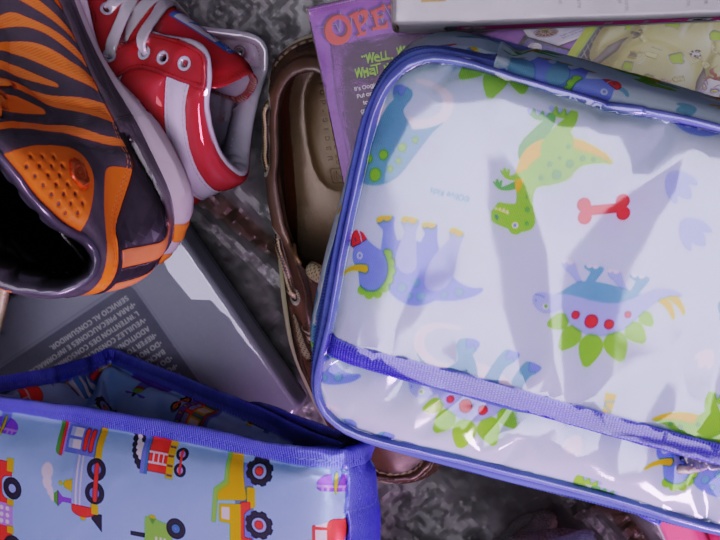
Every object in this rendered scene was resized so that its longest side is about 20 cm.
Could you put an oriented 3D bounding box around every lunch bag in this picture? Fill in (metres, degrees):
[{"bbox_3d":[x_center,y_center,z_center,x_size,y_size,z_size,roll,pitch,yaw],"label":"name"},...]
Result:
[{"bbox_3d":[-0.066,0.127,0.825,0.200,0.094,0.151,11,105,39],"label":"lunch bag"},{"bbox_3d":[0.087,0.008,0.765,0.200,0.082,0.161,17,103,2],"label":"lunch bag"}]

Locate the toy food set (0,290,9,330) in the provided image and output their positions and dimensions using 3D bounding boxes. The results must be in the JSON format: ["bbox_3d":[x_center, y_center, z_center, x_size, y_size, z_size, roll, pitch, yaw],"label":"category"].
[{"bbox_3d":[-0.233,-0.017,0.891,0.200,0.049,0.198,-17,88,33],"label":"toy food set"}]

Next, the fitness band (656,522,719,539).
[{"bbox_3d":[0.178,0.051,0.854,0.144,0.037,0.200,-21,99,10],"label":"fitness band"}]

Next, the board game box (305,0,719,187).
[{"bbox_3d":[0.088,-0.067,0.815,0.200,0.032,0.120,-11,92,6],"label":"board game box"}]

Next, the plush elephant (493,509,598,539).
[{"bbox_3d":[0.088,0.178,0.858,0.200,0.165,0.155,20,96,-4],"label":"plush elephant"}]

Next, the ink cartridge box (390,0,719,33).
[{"bbox_3d":[0.109,-0.141,0.779,0.200,0.037,0.095,-2,90,3],"label":"ink cartridge box"}]

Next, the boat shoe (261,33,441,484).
[{"bbox_3d":[-0.006,0.001,0.880,0.075,0.075,0.202,-13,99,10],"label":"boat shoe"}]

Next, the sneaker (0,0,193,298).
[{"bbox_3d":[-0.148,-0.076,0.785,0.078,0.112,0.200,-40,87,26],"label":"sneaker"}]

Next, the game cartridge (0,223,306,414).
[{"bbox_3d":[-0.131,0.071,0.933,0.200,0.042,0.133,-33,100,13],"label":"game cartridge"}]

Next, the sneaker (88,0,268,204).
[{"bbox_3d":[-0.108,-0.114,0.860,0.112,0.071,0.200,-17,96,22],"label":"sneaker"}]
